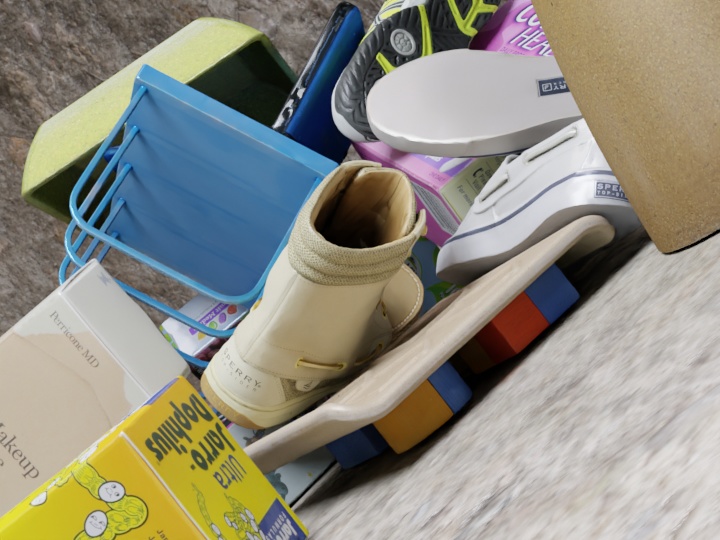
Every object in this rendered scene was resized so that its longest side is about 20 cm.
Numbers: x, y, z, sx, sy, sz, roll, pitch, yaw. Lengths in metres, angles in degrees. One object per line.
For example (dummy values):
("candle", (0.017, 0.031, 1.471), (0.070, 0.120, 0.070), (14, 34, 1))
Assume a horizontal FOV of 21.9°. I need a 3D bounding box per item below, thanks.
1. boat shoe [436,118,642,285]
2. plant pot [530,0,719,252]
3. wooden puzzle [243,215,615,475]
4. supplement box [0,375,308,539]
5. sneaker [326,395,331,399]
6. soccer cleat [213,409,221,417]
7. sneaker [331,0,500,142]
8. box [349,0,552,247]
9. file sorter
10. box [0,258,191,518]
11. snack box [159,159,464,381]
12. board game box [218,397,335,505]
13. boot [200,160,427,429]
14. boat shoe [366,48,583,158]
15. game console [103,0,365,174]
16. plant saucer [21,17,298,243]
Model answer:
("boat shoe", (0.101, -0.039, 1.079), (0.200, 0.072, 0.066), (139, 137, -66))
("plant pot", (0.161, -0.143, 0.931), (0.186, 0.200, 0.186), (-40, 2, 2))
("wooden puzzle", (0.037, 0.055, 1.027), (0.200, 0.046, 0.185), (-35, 0, -27))
("supplement box", (-0.141, 0.162, 0.916), (0.200, 0.110, 0.109), (-38, 3, 14))
("sneaker", (-0.023, 0.074, 1.270), (0.201, 0.087, 0.074), (-62, 11, 14))
("soccer cleat", (-0.059, 0.087, 1.341), (0.200, 0.081, 0.068), (-39, 3, -1))
("sneaker", (0.034, -0.145, 1.272), (0.076, 0.075, 0.200), (-36, 13, 47))
("box", (0.119, -0.102, 1.261), (0.200, 0.097, 0.176), (-40, 24, -5))
("file sorter", (-0.117, -0.005, 1.200), (0.123, 0.138, 0.200), (-62, -2, -31))
("box", (-0.208, 0.094, 1.108), (0.200, 0.095, 0.078), (-40, 5, 17))
("snack box", (-0.032, 0.028, 1.404), (0.200, 0.053, 0.142), (-39, -42, 1))
("board game box", (-0.114, 0.157, 1.139), (0.147, 0.064, 0.200), (-36, 5, 48))
("boot", (0.000, 0.000, 1.115), (0.200, 0.073, 0.156), (-25, -28, -51))
("boat shoe", (0.108, -0.084, 1.128), (0.199, 0.075, 0.093), (-3, -33, 11))
("game console", (-0.079, -0.110, 1.340), (0.171, 0.118, 0.200), (-63, -9, -8))
("plant saucer", (-0.144, -0.107, 1.342), (0.200, 0.048, 0.200), (-34, -12, 3))
